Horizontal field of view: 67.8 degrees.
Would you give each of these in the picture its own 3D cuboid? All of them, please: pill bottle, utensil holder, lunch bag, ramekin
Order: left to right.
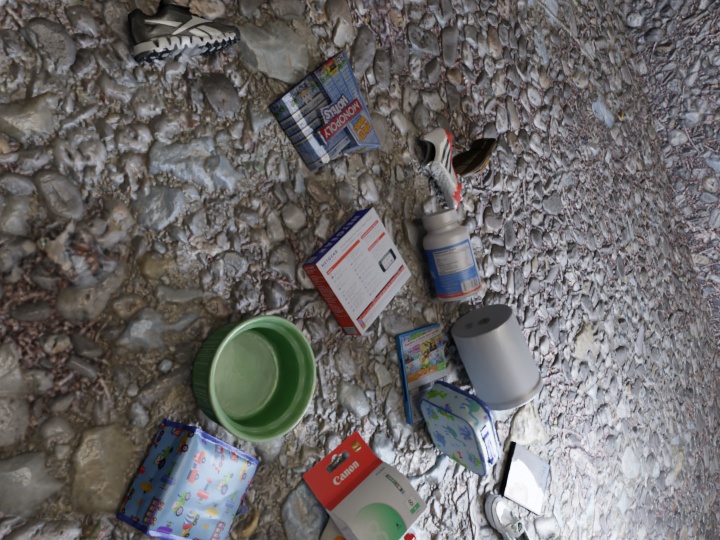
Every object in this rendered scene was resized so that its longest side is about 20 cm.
[{"bbox_3d":[-0.245,0.347,0.841,0.200,0.093,0.152,46,55,-40],"label":"lunch bag"},{"bbox_3d":[-0.181,0.176,0.897,0.198,0.097,0.203,5,82,-41],"label":"ramekin"},{"bbox_3d":[0.209,-0.039,1.255,0.112,0.112,0.202,-24,101,-40],"label":"pill bottle"},{"bbox_3d":[0.224,0.348,1.179,0.082,0.160,0.202,-39,125,-27],"label":"lunch bag"},{"bbox_3d":[0.330,0.206,1.302,0.169,0.169,0.202,-35,107,-38],"label":"utensil holder"}]

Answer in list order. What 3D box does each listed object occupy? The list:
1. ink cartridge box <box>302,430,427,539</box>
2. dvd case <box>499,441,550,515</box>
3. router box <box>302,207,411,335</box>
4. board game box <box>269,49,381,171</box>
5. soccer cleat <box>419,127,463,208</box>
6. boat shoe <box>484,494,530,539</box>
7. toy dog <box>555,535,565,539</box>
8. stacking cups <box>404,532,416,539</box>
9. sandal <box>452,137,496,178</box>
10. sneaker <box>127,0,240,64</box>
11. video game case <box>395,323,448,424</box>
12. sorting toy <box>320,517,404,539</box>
[{"bbox_3d":[0.012,0.419,1.010,0.160,0.050,0.201,-27,74,-42],"label":"ink cartridge box"},{"bbox_3d":[0.456,0.575,1.476,0.200,0.017,0.144,38,62,-33],"label":"dvd case"},{"bbox_3d":[0.000,0.000,1.107,0.200,0.049,0.180,-46,115,-34],"label":"router box"},{"bbox_3d":[-0.053,-0.302,1.082,0.201,0.061,0.200,54,55,-23],"label":"board game box"},{"bbox_3d":[0.194,-0.240,1.296,0.084,0.069,0.202,-16,107,-16],"label":"soccer cleat"},{"bbox_3d":[0.390,0.653,1.377,0.074,0.066,0.201,-50,117,-33],"label":"boat shoe"},{"bbox_3d":[0.600,0.881,1.516,0.200,0.139,0.195,47,22,-26],"label":"toy dog"},{"bbox_3d":[0.121,0.667,1.143,0.060,0.060,0.203,-9,91,-41],"label":"stacking cups"},{"bbox_3d":[0.298,-0.285,1.395,0.200,0.081,0.055,-49,139,-41],"label":"sandal"},{"bbox_3d":[-0.288,-0.401,0.879,0.199,0.066,0.091,-28,106,-37],"label":"sneaker"},{"bbox_3d":[0.147,0.235,1.236,0.142,0.018,0.203,-9,92,-41],"label":"video game case"},{"bbox_3d":[0.013,0.478,1.059,0.198,0.106,0.182,6,63,-41],"label":"sorting toy"}]
